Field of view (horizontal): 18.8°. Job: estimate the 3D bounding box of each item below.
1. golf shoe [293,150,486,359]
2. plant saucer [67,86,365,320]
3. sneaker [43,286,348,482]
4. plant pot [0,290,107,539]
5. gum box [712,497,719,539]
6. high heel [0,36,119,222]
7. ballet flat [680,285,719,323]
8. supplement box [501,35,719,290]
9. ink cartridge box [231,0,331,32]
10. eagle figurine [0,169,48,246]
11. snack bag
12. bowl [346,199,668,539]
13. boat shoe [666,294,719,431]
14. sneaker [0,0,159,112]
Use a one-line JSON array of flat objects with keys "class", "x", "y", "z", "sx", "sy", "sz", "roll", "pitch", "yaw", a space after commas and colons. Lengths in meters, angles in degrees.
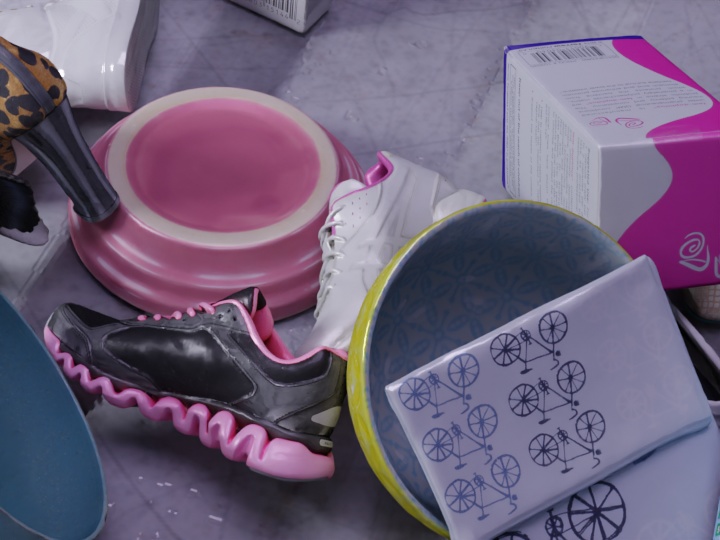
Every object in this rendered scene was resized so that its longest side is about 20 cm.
[{"class": "golf shoe", "x": 0.000, "y": 0.000, "z": 1.341, "sx": 0.091, "sy": 0.075, "sz": 0.200, "roll": 38, "pitch": 45, "yaw": 4}, {"class": "plant saucer", "x": -0.090, "y": -0.052, "z": 1.410, "sx": 0.199, "sy": 0.051, "sz": 0.201, "roll": 3, "pitch": 45, "yaw": -3}, {"class": "sneaker", "x": -0.090, "y": 0.048, "z": 1.263, "sx": 0.199, "sy": 0.096, "sz": 0.079, "roll": 22, "pitch": 6, "yaw": 20}, {"class": "plant pot", "x": -0.250, "y": 0.097, "z": 1.175, "sx": 0.134, "sy": 0.200, "sz": 0.201, "roll": -34, "pitch": 48, "yaw": 12}, {"class": "gum box", "x": 0.294, "y": 0.102, "z": 1.223, "sx": 0.169, "sy": 0.045, "sz": 0.202, "roll": 13, "pitch": 76, "yaw": -4}, {"class": "high heel", "x": -0.243, "y": -0.112, "z": 1.369, "sx": 0.199, "sy": 0.143, "sz": 0.071, "roll": 21, "pitch": 61, "yaw": 40}, {"class": "ballet flat", "x": 0.277, "y": -0.040, "z": 1.427, "sx": 0.067, "sy": 0.063, "sz": 0.200, "roll": 34, "pitch": 52, "yaw": 25}, {"class": "supplement box", "x": 0.163, "y": -0.070, "z": 1.371, "sx": 0.100, "sy": 0.104, "sz": 0.200, "roll": -6, "pitch": 22, "yaw": -11}, {"class": "ink cartridge box", "x": -0.108, "y": -0.282, "z": 1.543, "sx": 0.199, "sy": 0.177, "sz": 0.045, "roll": 26, "pitch": 48, "yaw": 18}, {"class": "eagle figurine", "x": -0.263, "y": -0.043, "z": 1.279, "sx": 0.150, "sy": 0.201, "sz": 0.152, "roll": 2, "pitch": 45, "yaw": -4}, {"class": "snack bag", "x": 0.125, "y": 0.117, "z": 1.204, "sx": 0.188, "sy": 0.021, "sz": 0.201, "roll": -24, "pitch": 94, "yaw": -24}, {"class": "bowl", "x": 0.071, "y": 0.065, "z": 1.257, "sx": 0.199, "sy": 0.108, "sz": 0.202, "roll": 3, "pitch": 83, "yaw": -23}, {"class": "boat shoe", "x": 0.168, "y": 0.033, "z": 1.343, "sx": 0.073, "sy": 0.066, "sz": 0.200, "roll": -26, "pitch": 53, "yaw": -27}, {"class": "sneaker", "x": -0.201, "y": -0.179, "z": 1.507, "sx": 0.115, "sy": 0.074, "sz": 0.201, "roll": -1, "pitch": 36, "yaw": 6}]
